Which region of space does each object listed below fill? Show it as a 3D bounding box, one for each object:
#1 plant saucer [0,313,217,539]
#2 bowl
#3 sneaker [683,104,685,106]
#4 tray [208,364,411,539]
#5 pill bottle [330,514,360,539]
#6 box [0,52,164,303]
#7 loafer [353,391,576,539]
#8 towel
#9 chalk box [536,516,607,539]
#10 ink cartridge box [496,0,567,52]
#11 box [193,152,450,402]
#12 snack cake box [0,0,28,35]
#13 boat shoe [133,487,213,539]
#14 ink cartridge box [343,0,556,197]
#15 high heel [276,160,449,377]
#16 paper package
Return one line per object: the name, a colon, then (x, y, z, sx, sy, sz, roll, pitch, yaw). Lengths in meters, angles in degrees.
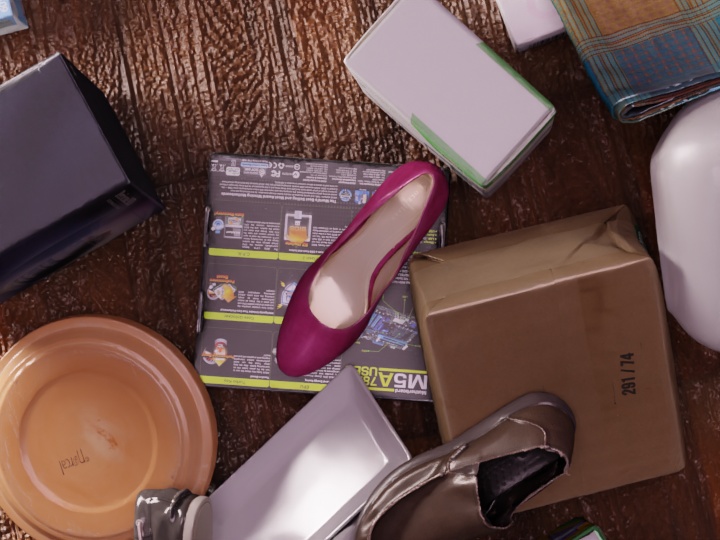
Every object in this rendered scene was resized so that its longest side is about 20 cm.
plant saucer: (-0.215, 0.136, 1.733, 0.200, 0.032, 0.201, 1, 97, 11)
bowl: (0.276, -0.048, 1.648, 0.075, 0.200, 0.200, -2, 113, 20)
sneaker: (0.312, -0.150, 1.739, 0.099, 0.071, 0.200, -39, 98, 19)
tray: (-0.048, 0.179, 1.714, 0.200, 0.022, 0.107, -44, 55, 15)
pill bottle: (0.029, 0.300, 1.695, 0.111, 0.111, 0.200, -42, 86, -1)
box: (-0.275, -0.059, 1.684, 0.198, 0.200, 0.123, -30, 85, 1)
loafer: (0.077, 0.168, 1.612, 0.200, 0.071, 0.073, -40, 113, 13)
towel: (0.231, -0.201, 1.657, 0.146, 0.022, 0.200, -20, 46, 0)
chalk box: (0.157, 0.274, 1.646, 0.124, 0.200, 0.125, -31, 86, 0)
ink cartridge box: (0.167, -0.299, 1.758, 0.162, 0.057, 0.200, -21, 91, 1)
box: (-0.031, 0.006, 1.748, 0.200, 0.048, 0.193, 3, 89, 2)
snack cake box: (-0.356, -0.285, 1.767, 0.115, 0.067, 0.200, -15, 86, 2)
boat shoe: (-0.155, 0.265, 1.716, 0.057, 0.067, 0.200, 12, 108, 18)
ink cartridge box: (0.072, -0.135, 1.676, 0.146, 0.200, 0.084, 42, 92, 4)
high heel: (0.000, 0.000, 1.677, 0.067, 0.096, 0.200, 42, 88, 2)
paper package: (0.147, 0.073, 1.670, 0.190, 0.103, 0.200, -14, 116, 0)
